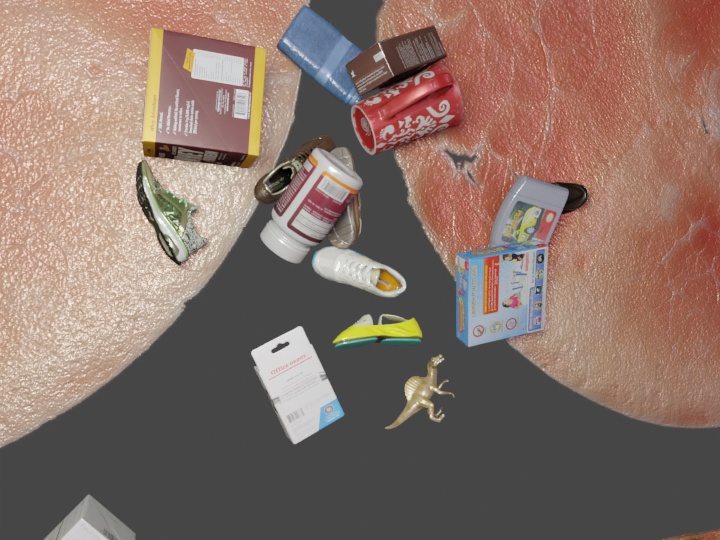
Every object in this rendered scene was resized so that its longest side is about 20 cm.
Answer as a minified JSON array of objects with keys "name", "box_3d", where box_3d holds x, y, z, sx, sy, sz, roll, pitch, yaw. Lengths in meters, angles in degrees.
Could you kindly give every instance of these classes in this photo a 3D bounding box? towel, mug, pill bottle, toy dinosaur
[{"name":"towel","box_3d":[-0.065,-0.429,1.241,0.200,0.049,0.112,37,77,-16]},{"name":"mug","box_3d":[0.090,-0.335,1.237,0.199,0.178,0.134,-25,60,-13]},{"name":"pill bottle","box_3d":[-0.096,-0.119,1.161,0.114,0.114,0.200,34,105,-15]},{"name":"toy dinosaur","box_3d":[0.133,0.277,1.305,0.101,0.058,0.200,37,70,0]}]

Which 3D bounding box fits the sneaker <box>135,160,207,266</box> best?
[{"name":"sneaker","box_3d":[-0.349,-0.114,1.138,0.088,0.077,0.201,-29,104,-30]}]

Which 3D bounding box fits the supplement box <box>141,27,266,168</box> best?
[{"name":"supplement box","box_3d":[-0.287,-0.305,1.119,0.199,0.133,0.198,4,88,-19]}]

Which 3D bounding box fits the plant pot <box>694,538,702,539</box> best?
[{"name":"plant pot","box_3d":[0.843,0.772,1.460,0.199,0.200,0.180,-24,90,-18]}]

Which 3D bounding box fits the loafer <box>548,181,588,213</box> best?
[{"name":"loafer","box_3d":[0.443,-0.166,1.397,0.199,0.071,0.073,-6,91,-19]}]

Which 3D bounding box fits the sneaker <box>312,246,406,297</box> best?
[{"name":"sneaker","box_3d":[0.000,0.000,1.241,0.199,0.081,0.077,18,85,-16]}]

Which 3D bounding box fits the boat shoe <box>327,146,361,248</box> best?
[{"name":"boat shoe","box_3d":[-0.035,-0.146,1.239,0.075,0.072,0.201,3,97,23]}]

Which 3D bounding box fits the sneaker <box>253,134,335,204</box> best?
[{"name":"sneaker","box_3d":[-0.120,-0.199,1.205,0.200,0.076,0.071,-42,102,-14]}]

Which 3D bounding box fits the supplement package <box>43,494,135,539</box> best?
[{"name":"supplement package","box_3d":[-0.500,0.514,1.042,0.200,0.120,0.121,-46,104,-13]}]

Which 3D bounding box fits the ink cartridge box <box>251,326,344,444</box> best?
[{"name":"ink cartridge box","box_3d":[-0.129,0.218,1.200,0.115,0.067,0.201,-26,98,-17]}]

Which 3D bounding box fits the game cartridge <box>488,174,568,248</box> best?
[{"name":"game cartridge","box_3d":[0.362,-0.102,1.350,0.133,0.041,0.201,14,108,-14]}]

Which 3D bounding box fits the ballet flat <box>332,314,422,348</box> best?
[{"name":"ballet flat","box_3d":[0.034,0.124,1.266,0.199,0.067,0.067,0,68,-21]}]

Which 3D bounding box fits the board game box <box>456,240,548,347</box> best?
[{"name":"board game box","box_3d":[0.306,0.048,1.327,0.195,0.056,0.201,-9,110,-18]}]

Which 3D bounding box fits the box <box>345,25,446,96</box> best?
[{"name":"box","box_3d":[0.075,-0.420,1.221,0.200,0.100,0.075,-33,102,-42]}]
